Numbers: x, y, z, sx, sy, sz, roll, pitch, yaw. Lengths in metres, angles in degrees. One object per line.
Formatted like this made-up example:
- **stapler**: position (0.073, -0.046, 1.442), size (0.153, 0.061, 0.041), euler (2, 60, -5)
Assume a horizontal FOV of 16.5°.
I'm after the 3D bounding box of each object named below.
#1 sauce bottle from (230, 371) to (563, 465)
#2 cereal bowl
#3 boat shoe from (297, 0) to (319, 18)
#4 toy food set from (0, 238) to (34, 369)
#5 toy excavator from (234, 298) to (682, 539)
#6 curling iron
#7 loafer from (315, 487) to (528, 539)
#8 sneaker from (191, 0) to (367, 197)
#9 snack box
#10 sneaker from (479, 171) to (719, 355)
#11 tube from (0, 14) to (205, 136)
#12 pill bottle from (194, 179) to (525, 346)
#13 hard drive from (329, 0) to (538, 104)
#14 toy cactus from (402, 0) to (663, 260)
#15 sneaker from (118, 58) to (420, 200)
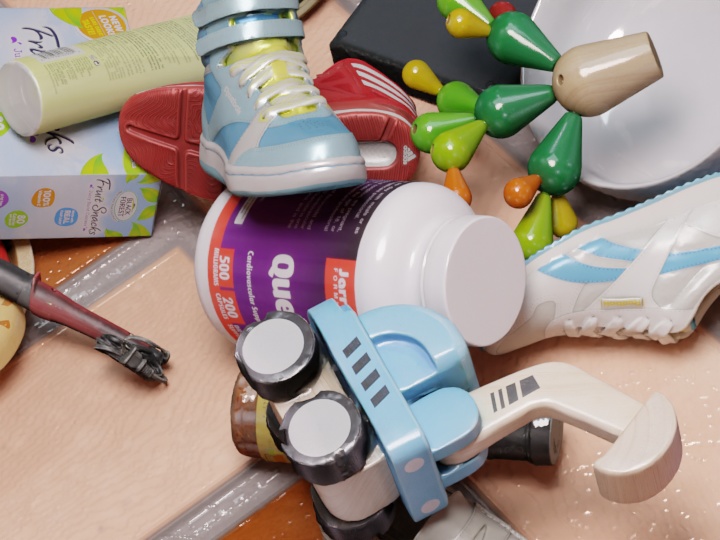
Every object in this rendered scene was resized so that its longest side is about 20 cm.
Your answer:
- **sauce bottle**: position (0.022, 0.091, 1.501), size (0.198, 0.066, 0.066), euler (5, 53, 18)
- **cereal bowl**: position (0.205, -0.136, 1.603), size (0.199, 0.083, 0.202), euler (-15, 66, 37)
- **boat shoe**: position (-0.039, -0.238, 1.764), size (0.200, 0.065, 0.073), euler (-39, 47, -5)
- **toy food set**: position (-0.314, 0.015, 1.652), size (0.196, 0.049, 0.201), euler (-8, 51, 7)
- **toy excavator**: position (0.055, 0.077, 1.389), size (0.199, 0.100, 0.195), euler (-29, 54, -4)
- **curling iron**: position (-0.206, 0.015, 1.592), size (0.199, 0.050, 0.026), euler (30, 82, 7)
- **loafer**: position (0.052, 0.165, 1.432), size (0.199, 0.070, 0.070), euler (25, 61, 29)
- **sneaker**: position (-0.055, -0.115, 1.491), size (0.079, 0.132, 0.200), euler (-8, 12, -22)
- **snack box**: position (-0.246, -0.101, 1.676), size (0.198, 0.068, 0.169), euler (-2, 48, -18)
- **sneaker**: position (0.163, 0.011, 1.525), size (0.199, 0.076, 0.081), euler (-25, 78, 8)
- **tube**: position (-0.150, -0.135, 1.661), size (0.199, 0.058, 0.052), euler (-21, 1, -40)
- **pill bottle**: position (0.000, 0.000, 1.515), size (0.199, 0.113, 0.113), euler (5, 50, 42)
- **hard drive**: position (0.087, -0.199, 1.738), size (0.139, 0.033, 0.200), euler (21, 59, 27)
- **toy cactus**: position (0.113, -0.100, 1.570), size (0.164, 0.102, 0.201), euler (-20, 58, 14)
- **sneaker**: position (-0.056, -0.097, 1.655), size (0.198, 0.079, 0.116), euler (9, 22, 2)
